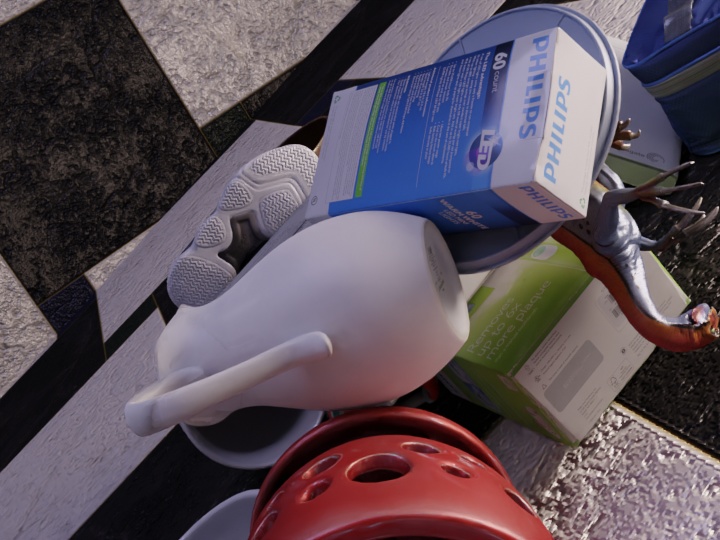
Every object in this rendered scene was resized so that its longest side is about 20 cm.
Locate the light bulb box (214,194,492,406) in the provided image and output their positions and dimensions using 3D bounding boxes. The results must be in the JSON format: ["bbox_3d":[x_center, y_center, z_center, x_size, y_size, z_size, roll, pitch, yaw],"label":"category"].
[{"bbox_3d":[0.000,0.000,0.846,0.199,0.125,0.199,-50,16,-21],"label":"light bulb box"}]

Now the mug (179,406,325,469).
[{"bbox_3d":[-0.111,0.087,1.007,0.202,0.146,0.175,-68,14,-6],"label":"mug"}]

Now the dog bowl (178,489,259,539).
[{"bbox_3d":[-0.111,0.286,0.820,0.200,0.079,0.201,-40,19,17],"label":"dog bowl"}]

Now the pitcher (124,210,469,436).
[{"bbox_3d":[-0.040,0.044,0.625,0.198,0.122,0.172,-19,11,17],"label":"pitcher"}]

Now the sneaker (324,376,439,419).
[{"bbox_3d":[0.057,0.082,0.934,0.200,0.071,0.093,-48,37,-15],"label":"sneaker"}]

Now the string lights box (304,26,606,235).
[{"bbox_3d":[0.057,-0.081,0.658,0.199,0.059,0.104,-5,66,46],"label":"string lights box"}]

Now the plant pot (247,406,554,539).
[{"bbox_3d":[0.023,0.188,0.572,0.200,0.201,0.183,-41,11,10],"label":"plant pot"}]

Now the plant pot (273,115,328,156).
[{"bbox_3d":[-0.037,-0.041,1.151,0.186,0.200,0.187,-39,20,17],"label":"plant pot"}]

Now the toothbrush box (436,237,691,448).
[{"bbox_3d":[0.138,0.039,0.798,0.146,0.086,0.200,-48,18,-10],"label":"toothbrush box"}]

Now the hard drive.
[{"bbox_3d":[0.241,-0.158,0.940,0.201,0.130,0.027,-65,-10,-45],"label":"hard drive"}]

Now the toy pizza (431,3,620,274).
[{"bbox_3d":[0.097,-0.090,0.691,0.199,0.032,0.203,-24,54,38],"label":"toy pizza"}]

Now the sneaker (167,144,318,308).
[{"bbox_3d":[-0.114,-0.047,0.997,0.200,0.075,0.114,-49,5,7],"label":"sneaker"}]

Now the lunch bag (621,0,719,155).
[{"bbox_3d":[0.323,-0.220,0.872,0.135,0.132,0.201,-25,28,45],"label":"lunch bag"}]

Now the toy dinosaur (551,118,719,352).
[{"bbox_3d":[0.173,-0.021,0.685,0.199,0.104,0.184,-28,54,45],"label":"toy dinosaur"}]
